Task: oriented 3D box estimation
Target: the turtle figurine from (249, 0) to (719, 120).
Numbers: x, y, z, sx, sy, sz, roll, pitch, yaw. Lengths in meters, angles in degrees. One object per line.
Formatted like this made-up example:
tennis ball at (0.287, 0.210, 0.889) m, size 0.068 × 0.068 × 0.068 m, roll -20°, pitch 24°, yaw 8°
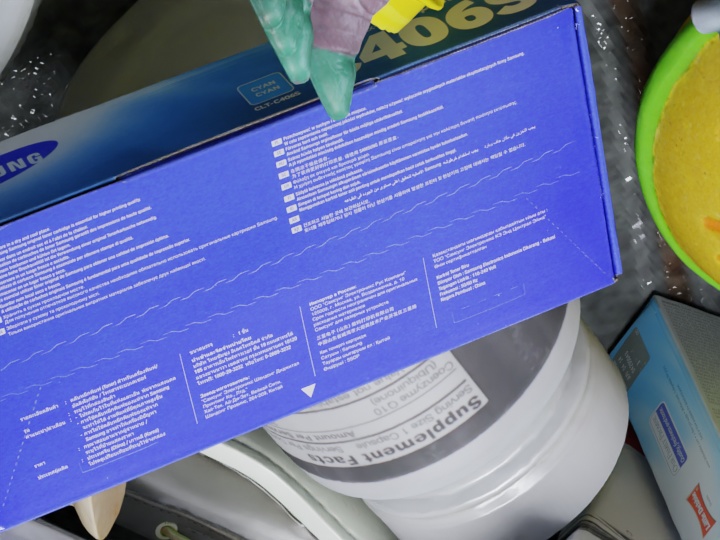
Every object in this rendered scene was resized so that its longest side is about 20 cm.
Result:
turtle figurine at (0.068, -0.104, 0.701) m, size 0.199 × 0.101 × 0.150 m, roll -24°, pitch 152°, yaw 7°

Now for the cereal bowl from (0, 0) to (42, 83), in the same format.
cereal bowl at (-0.144, -0.086, 0.789) m, size 0.200 × 0.083 × 0.201 m, roll -43°, pitch 150°, yaw -33°

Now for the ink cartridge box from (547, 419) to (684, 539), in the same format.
ink cartridge box at (0.068, 0.151, 1.017) m, size 0.084 × 0.200 × 0.144 m, roll 39°, pitch 113°, yaw -1°

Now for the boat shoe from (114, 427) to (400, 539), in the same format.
boat shoe at (-0.046, 0.073, 1.016) m, size 0.201 × 0.072 × 0.060 m, roll 34°, pitch 114°, yaw -27°

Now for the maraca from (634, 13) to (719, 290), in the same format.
maraca at (0.171, -0.030, 0.971) m, size 0.137 × 0.107 × 0.200 m, roll -31°, pitch 129°, yaw 20°

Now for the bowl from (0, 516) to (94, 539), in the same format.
bowl at (-0.116, 0.115, 0.964) m, size 0.200 × 0.199 × 0.075 m, roll 28°, pitch 83°, yaw -37°

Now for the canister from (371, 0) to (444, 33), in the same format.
canister at (0.052, -0.173, 0.799) m, size 0.200 × 0.149 × 0.087 m, roll -42°, pitch 110°, yaw 14°

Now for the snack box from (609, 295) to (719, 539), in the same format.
snack box at (0.190, 0.083, 1.059) m, size 0.199 × 0.116 × 0.037 m, roll 19°, pitch 120°, yaw -27°

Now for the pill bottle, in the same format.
pill bottle at (0.000, 0.000, 0.943) m, size 0.113 × 0.113 × 0.200 m, roll -31°, pitch 129°, yaw 10°

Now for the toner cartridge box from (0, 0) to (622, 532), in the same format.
toner cartridge box at (-0.029, -0.009, 0.824) m, size 0.199 × 0.043 × 0.095 m, roll -21°, pitch 124°, yaw -14°

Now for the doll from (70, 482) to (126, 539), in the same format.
doll at (-0.156, 0.017, 0.906) m, size 0.199 × 0.137 × 0.049 m, roll 16°, pitch 139°, yaw 13°
